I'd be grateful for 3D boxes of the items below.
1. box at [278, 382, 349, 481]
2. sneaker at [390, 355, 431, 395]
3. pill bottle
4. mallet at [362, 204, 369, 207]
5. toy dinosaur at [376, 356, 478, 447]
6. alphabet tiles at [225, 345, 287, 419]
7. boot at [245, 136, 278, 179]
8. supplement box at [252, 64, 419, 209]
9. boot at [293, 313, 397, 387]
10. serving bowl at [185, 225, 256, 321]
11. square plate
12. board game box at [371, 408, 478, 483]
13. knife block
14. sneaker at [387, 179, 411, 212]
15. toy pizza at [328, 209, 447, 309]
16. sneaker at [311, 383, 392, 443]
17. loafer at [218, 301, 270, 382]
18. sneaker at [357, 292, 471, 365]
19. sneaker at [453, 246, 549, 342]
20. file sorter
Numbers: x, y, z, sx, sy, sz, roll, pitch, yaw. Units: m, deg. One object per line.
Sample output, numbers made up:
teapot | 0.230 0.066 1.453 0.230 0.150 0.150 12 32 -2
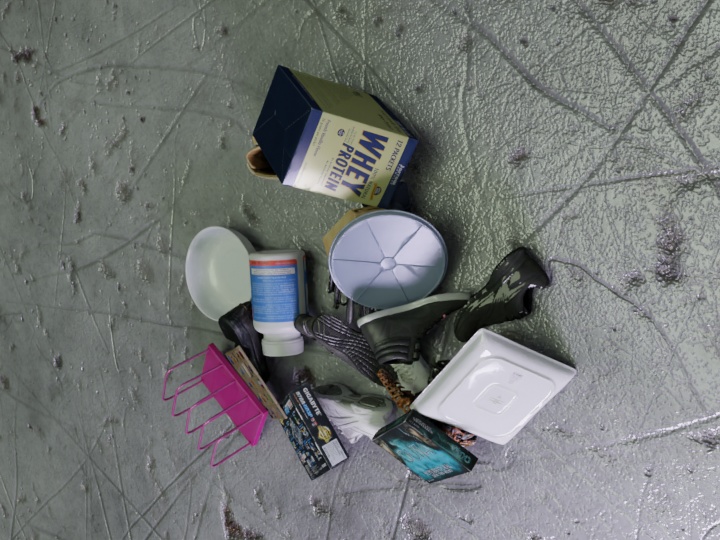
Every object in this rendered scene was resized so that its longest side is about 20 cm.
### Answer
box | -0.097 0.314 1.491 0.159 0.046 0.200 59 158 12
sneaker | 0.077 0.160 1.388 0.070 0.080 0.201 -17 88 34
pill bottle | -0.158 0.062 1.523 0.112 0.112 0.201 1 96 36
mallet | 0.012 -0.056 1.433 0.066 0.041 0.201 34 119 28
toy dinosaur | 0.123 0.229 1.330 0.136 0.200 0.102 -57 27 24
alphabet tiles | -0.216 0.231 1.573 0.167 0.008 0.200 56 160 -1
boot | -0.165 -0.222 1.460 0.200 0.155 0.073 34 115 27
supplement box | -0.047 -0.224 1.308 0.135 0.199 0.200 -65 33 24
boot | -0.025 0.141 1.461 0.200 0.070 0.132 41 166 -14
serving bowl | -0.276 0.005 1.629 0.200 0.066 0.201 6 100 35
square plate | 0.213 0.197 1.242 0.198 0.200 0.028 -53 26 29
board game box | 0.104 0.305 1.328 0.135 0.028 0.200 37 154 1
knife block | 0.000 0.000 1.370 0.200 0.064 0.176 -40 65 59
sneaker | 0.085 -0.058 1.357 0.084 0.075 0.201 13 114 35
toy pizza | 0.046 -0.019 1.305 0.199 0.032 0.201 0 125 0
sneaker | -0.031 0.280 1.487 0.200 0.078 0.100 12 108 36
loafer | -0.217 0.151 1.582 0.073 0.072 0.200 23 143 35
sneaker | 0.102 0.103 1.316 0.199 0.071 0.100 -16 76 -6
sneaker | 0.227 0.057 1.272 0.091 0.076 0.200 43 123 12
file sorter | -0.313 0.287 1.636 0.200 0.125 0.139 47 141 21
